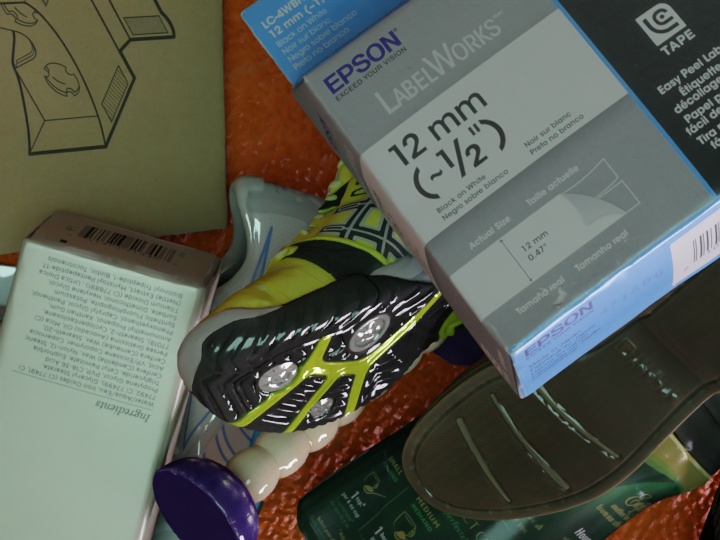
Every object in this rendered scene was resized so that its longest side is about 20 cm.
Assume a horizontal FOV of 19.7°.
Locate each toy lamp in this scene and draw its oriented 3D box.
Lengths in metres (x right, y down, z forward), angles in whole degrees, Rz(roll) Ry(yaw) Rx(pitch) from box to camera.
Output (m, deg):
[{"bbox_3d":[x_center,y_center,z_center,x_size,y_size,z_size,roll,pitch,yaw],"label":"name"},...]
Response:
[{"bbox_3d":[0.001,0.048,0.875,0.200,0.058,0.058,-40,100,-31],"label":"toy lamp"}]

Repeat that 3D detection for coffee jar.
[{"bbox_3d":[0.076,0.088,0.926,0.200,0.085,0.105,-38,63,7],"label":"coffee jar"}]

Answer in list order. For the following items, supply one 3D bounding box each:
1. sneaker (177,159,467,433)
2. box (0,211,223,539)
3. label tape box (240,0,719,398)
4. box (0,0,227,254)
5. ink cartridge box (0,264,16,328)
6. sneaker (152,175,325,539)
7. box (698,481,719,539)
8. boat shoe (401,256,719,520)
[{"bbox_3d":[0.000,0.000,0.835,0.076,0.199,0.076,46,138,23],"label":"sneaker"},{"bbox_3d":[-0.121,0.084,0.870,0.081,0.068,0.202,17,102,-1],"label":"box"},{"bbox_3d":[0.058,-0.076,0.779,0.143,0.066,0.201,-35,71,-3],"label":"label tape box"},{"bbox_3d":[-0.130,-0.109,0.884,0.162,0.021,0.202,-8,103,-37],"label":"box"},{"bbox_3d":[-0.160,0.078,0.939,0.116,0.067,0.202,4,100,0],"label":"ink cartridge box"},{"bbox_3d":[-0.070,0.048,0.926,0.086,0.075,0.201,24,91,-21],"label":"sneaker"},{"bbox_3d":[0.207,0.127,0.916,0.109,0.035,0.201,8,132,-2],"label":"box"},{"bbox_3d":[0.106,0.035,0.850,0.199,0.068,0.072,-31,106,26],"label":"boat shoe"}]
